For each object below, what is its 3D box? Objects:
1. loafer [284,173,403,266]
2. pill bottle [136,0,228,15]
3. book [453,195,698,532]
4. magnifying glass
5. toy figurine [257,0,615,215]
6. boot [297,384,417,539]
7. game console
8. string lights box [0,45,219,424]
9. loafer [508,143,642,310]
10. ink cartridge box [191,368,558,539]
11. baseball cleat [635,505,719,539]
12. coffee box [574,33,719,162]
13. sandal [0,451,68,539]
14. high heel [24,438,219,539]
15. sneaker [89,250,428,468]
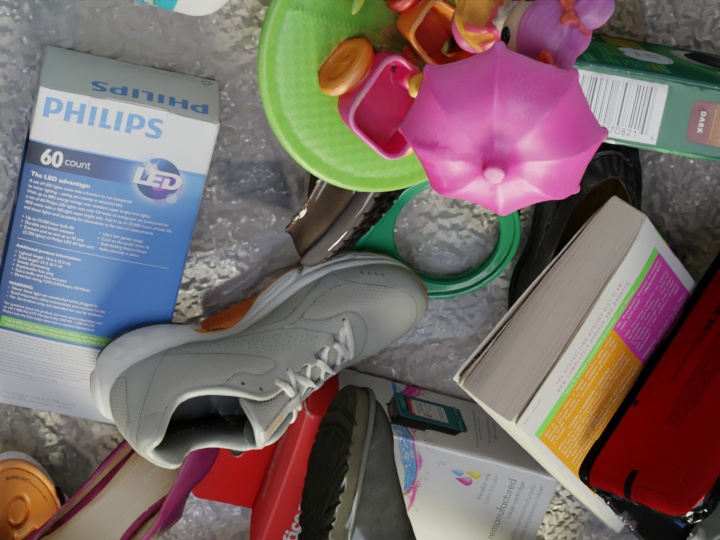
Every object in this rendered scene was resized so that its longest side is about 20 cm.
[{"bbox_3d":[0.008,-0.096,1.293,0.071,0.073,0.201,32,104,9],"label":"loafer"},{"bbox_3d":[-0.120,-0.197,1.203,0.198,0.111,0.112,13,116,-9],"label":"pill bottle"},{"bbox_3d":[0.144,0.057,1.309,0.134,0.048,0.200,-52,146,-5],"label":"book"},{"bbox_3d":[0.000,0.000,1.364,0.199,0.022,0.080,-25,116,8],"label":"magnifying glass"},{"bbox_3d":[0.066,-0.105,1.144,0.150,0.184,0.200,40,89,-31],"label":"toy figurine"},{"bbox_3d":[0.064,0.166,1.342,0.198,0.073,0.184,8,90,-18],"label":"boot"},{"bbox_3d":[0.224,0.066,1.283,0.118,0.172,0.201,38,80,-22],"label":"game console"},{"bbox_3d":[-0.149,-0.016,1.325,0.102,0.059,0.201,12,116,-9],"label":"string lights box"},{"bbox_3d":[0.125,0.010,1.344,0.072,0.072,0.202,-2,118,-3],"label":"loafer"},{"bbox_3d":[0.006,0.130,1.403,0.198,0.067,0.117,15,116,-10],"label":"ink cartridge box"},{"bbox_3d":[0.270,0.147,1.424,0.199,0.070,0.107,-36,113,16],"label":"baseball cleat"},{"bbox_3d":[0.186,-0.089,1.266,0.198,0.123,0.044,9,104,-8],"label":"coffee box"},{"bbox_3d":[-0.175,0.200,1.414,0.059,0.079,0.208,3,123,36],"label":"sandal"},{"bbox_3d":[-0.143,0.137,1.336,0.067,0.200,0.096,32,122,19],"label":"high heel"},{"bbox_3d":[-0.046,0.060,1.311,0.199,0.092,0.076,-22,128,-12],"label":"sneaker"}]
